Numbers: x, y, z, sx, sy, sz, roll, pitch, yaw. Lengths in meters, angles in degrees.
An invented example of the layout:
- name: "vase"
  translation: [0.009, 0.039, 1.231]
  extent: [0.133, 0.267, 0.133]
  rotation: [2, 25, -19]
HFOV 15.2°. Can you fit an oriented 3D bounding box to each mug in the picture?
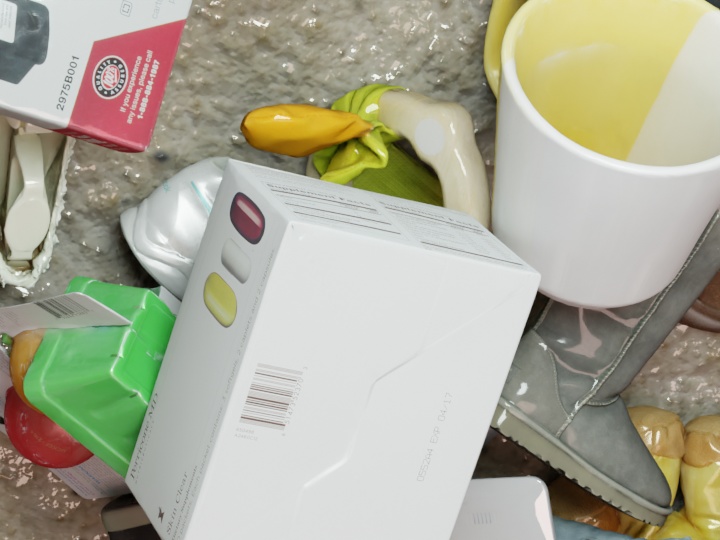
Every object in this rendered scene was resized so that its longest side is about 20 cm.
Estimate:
- name: "mug"
  translation: [0.140, -0.072, 1.518]
  extent: [0.149, 0.187, 0.153]
  rotation: [9, 138, -2]

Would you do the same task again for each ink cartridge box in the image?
- name: "ink cartridge box"
  translation: [-0.196, -0.160, 1.443]
  extent: [0.199, 0.083, 0.146]
  rotation: [16, 90, -22]

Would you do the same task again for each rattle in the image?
- name: "rattle"
  translation: [0.000, 0.000, 1.559]
  extent: [0.130, 0.143, 0.201]
  rotation: [12, 106, 17]

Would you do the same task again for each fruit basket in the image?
- name: "fruit basket"
  translation: [-0.162, 0.072, 1.606]
  extent: [0.185, 0.200, 0.094]
  rotation: [42, 60, -30]

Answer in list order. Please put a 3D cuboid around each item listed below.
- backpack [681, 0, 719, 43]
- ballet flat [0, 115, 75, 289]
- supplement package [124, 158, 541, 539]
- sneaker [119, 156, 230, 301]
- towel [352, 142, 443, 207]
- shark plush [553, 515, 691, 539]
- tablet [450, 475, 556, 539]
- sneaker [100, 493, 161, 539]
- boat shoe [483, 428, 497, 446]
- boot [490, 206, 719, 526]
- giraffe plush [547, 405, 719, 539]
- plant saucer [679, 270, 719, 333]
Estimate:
- name: "backpack"
  translation: [0.240, -0.191, 1.534]
  extent: [0.163, 0.154, 0.200]
  rotation: [-7, 145, -6]
- name: "ballet flat"
  translation: [-0.186, -0.076, 1.542]
  extent: [0.071, 0.072, 0.201]
  rotation: [1, 121, -14]
- name: "supplement package"
  translation: [-0.018, 0.061, 1.484]
  extent: [0.155, 0.111, 0.201]
  rotation: [12, 104, -24]
- name: "sneaker"
  translation: [-0.050, 0.015, 1.615]
  extent: [0.080, 0.070, 0.200]
  rotation: [-41, 111, 10]
- name: "towel"
  translation: [-0.022, 0.013, 1.665]
  extent: [0.200, 0.018, 0.086]
  rotation: [-44, 122, 15]
- name: "shark plush"
  translation: [0.106, 0.183, 1.686]
  extent: [0.083, 0.199, 0.091]
  rotation: [40, 66, -60]
- name: "tablet"
  translation: [0.029, 0.193, 1.675]
  extent: [0.199, 0.014, 0.131]
  rotation: [-5, 107, 21]
- name: "sneaker"
  translation: [-0.058, 0.170, 1.655]
  extent: [0.200, 0.075, 0.107]
  rotation: [-15, 100, 34]
- name: "boat shoe"
  translation: [0.018, 0.111, 1.705]
  extent: [0.199, 0.068, 0.074]
  rotation: [-39, 167, 25]
- name: "boot"
  translation: [0.175, 0.039, 1.645]
  extent: [0.182, 0.073, 0.200]
  rotation: [35, 86, -37]
- name: "giraffe plush"
  translation: [0.209, 0.211, 1.754]
  extent: [0.172, 0.162, 0.200]
  rotation: [11, 119, -22]
- name: "plant saucer"
  translation: [0.256, -0.038, 1.690]
  extent: [0.199, 0.032, 0.201]
  rotation: [-6, 122, -10]
